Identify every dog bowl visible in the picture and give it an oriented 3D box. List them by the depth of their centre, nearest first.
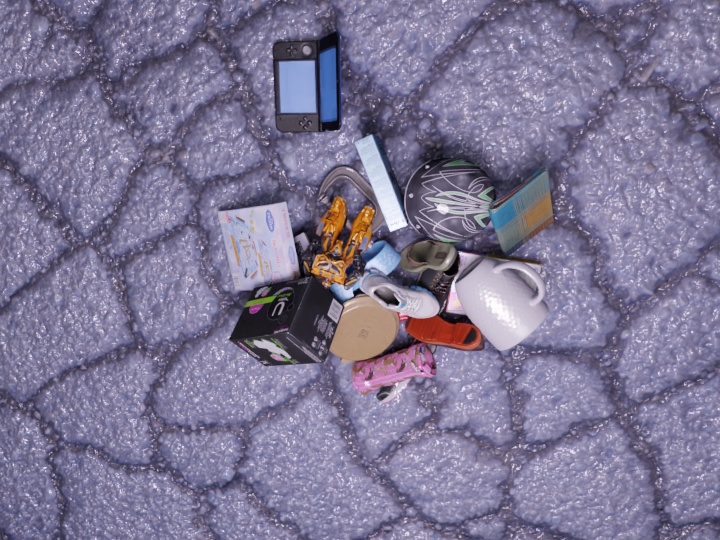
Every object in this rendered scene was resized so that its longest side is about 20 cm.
[{"bbox_3d":[0.000,0.000,1.264,0.199,0.112,0.050,-33,110,12],"label":"dog bowl"}]

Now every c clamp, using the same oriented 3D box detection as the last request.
[{"bbox_3d":[-0.025,-0.137,1.254,0.171,0.027,0.200,-40,90,-11],"label":"c clamp"}]

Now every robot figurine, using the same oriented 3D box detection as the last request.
[{"bbox_3d":[-0.046,-0.057,1.188,0.144,0.058,0.201,18,74,7],"label":"robot figurine"}]

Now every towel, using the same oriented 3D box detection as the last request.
[{"bbox_3d":[0.353,-0.121,1.172,0.146,0.200,0.022,-37,55,2],"label":"towel"}]

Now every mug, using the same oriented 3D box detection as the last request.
[{"bbox_3d":[0.311,0.051,1.171,0.175,0.148,0.200,47,140,0],"label":"mug"}]

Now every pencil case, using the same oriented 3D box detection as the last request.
[{"bbox_3d":[0.076,0.232,1.261,0.199,0.086,0.083,-20,61,24],"label":"pencil case"}]

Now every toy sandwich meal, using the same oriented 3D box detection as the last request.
[{"bbox_3d":[0.001,0.134,1.285,0.204,0.070,0.206,-7,123,-11],"label":"toy sandwich meal"}]

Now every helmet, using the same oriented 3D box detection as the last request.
[{"bbox_3d":[0.193,-0.152,1.169,0.198,0.191,0.202,0,100,3],"label":"helmet"}]

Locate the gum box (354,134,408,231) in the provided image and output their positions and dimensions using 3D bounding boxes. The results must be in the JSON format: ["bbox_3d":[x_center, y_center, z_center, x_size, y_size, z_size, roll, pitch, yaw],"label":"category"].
[{"bbox_3d":[0.053,-0.197,1.190,0.044,0.170,0.201,-20,99,11],"label":"gum box"}]

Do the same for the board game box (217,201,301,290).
[{"bbox_3d":[-0.239,-0.053,1.275,0.198,0.041,0.202,-1,105,36],"label":"board game box"}]

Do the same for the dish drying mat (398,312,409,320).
[{"bbox_3d":[0.058,0.094,1.331,0.198,0.018,0.077,-8,100,8],"label":"dish drying mat"}]

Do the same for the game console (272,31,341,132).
[{"bbox_3d":[-0.119,-0.410,1.189,0.169,0.118,0.202,1,102,6],"label":"game console"}]

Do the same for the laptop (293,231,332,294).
[{"bbox_3d":[-0.170,0.028,1.288,0.115,0.200,0.188,-25,95,-23],"label":"laptop"}]

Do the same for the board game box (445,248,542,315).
[{"bbox_3d":[0.313,0.039,1.279,0.198,0.040,0.154,10,103,4],"label":"board game box"}]

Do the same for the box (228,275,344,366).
[{"bbox_3d":[-0.162,0.116,1.190,0.199,0.149,0.124,-11,136,39],"label":"box"}]

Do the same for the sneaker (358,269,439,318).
[{"bbox_3d":[0.092,0.068,1.191,0.199,0.087,0.075,19,106,-18],"label":"sneaker"}]

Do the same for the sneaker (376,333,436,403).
[{"bbox_3d":[0.100,0.235,1.338,0.086,0.080,0.200,40,97,11],"label":"sneaker"}]

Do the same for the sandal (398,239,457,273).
[{"bbox_3d":[0.142,-0.040,1.214,0.057,0.201,0.080,23,79,-24],"label":"sandal"}]

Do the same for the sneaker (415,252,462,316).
[{"bbox_3d":[0.178,0.035,1.252,0.074,0.106,0.202,3,103,-11],"label":"sneaker"}]

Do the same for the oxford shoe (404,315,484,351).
[{"bbox_3d":[0.192,0.152,1.249,0.199,0.073,0.072,14,69,39],"label":"oxford shoe"}]
